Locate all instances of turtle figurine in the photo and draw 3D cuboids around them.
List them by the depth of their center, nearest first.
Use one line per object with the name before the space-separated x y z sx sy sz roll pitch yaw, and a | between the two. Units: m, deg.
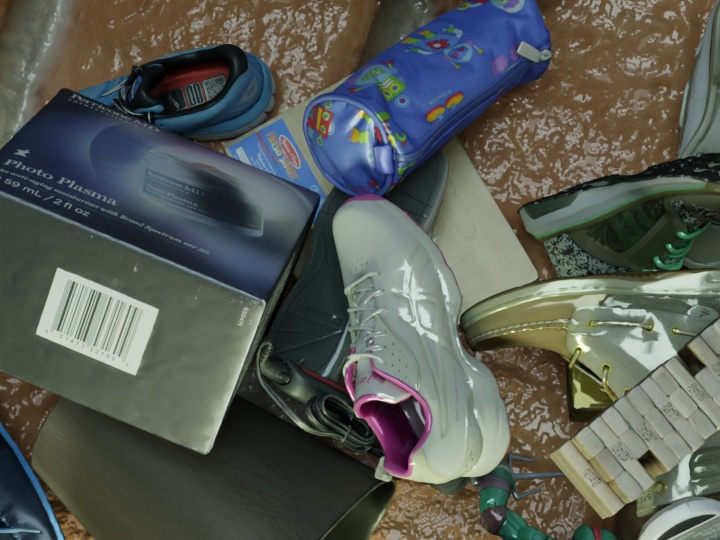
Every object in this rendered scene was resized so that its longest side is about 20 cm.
turtle figurine | 0.099 0.197 1.312 0.199 0.101 0.150 -20 92 8

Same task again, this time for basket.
basket | -0.109 0.149 1.330 0.200 0.136 0.180 35 62 15

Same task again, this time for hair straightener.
hair straightener | 0.006 0.098 1.304 0.041 0.200 0.077 -48 37 8

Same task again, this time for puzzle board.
puzzle board | 0.014 -0.041 1.428 0.150 0.017 0.200 -29 76 -3

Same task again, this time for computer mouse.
computer mouse | 0.226 0.205 1.286 0.109 0.200 0.044 -25 37 2

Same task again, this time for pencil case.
pencil case | 0.053 -0.126 1.374 0.087 0.078 0.200 19 43 39

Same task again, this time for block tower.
block tower | 0.213 0.070 1.239 0.200 0.054 0.058 -39 84 -10

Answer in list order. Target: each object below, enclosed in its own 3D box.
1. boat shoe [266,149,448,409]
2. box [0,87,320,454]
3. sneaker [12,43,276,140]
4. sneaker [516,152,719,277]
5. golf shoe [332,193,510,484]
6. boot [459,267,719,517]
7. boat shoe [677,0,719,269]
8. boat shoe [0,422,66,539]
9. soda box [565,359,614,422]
boat shoe | 0.001 0.001 1.384 0.074 0.065 0.202 20 74 20
box | -0.150 -0.008 1.308 0.199 0.198 0.124 22 113 0
sneaker | -0.162 -0.117 1.417 0.199 0.090 0.079 -23 76 0
sneaker | 0.202 -0.025 1.355 0.077 0.200 0.089 -22 98 -44
golf shoe | 0.023 0.044 1.283 0.091 0.075 0.201 -14 73 -42
boot | 0.168 0.082 1.297 0.199 0.072 0.155 -5 79 2
boat shoe | 0.259 -0.099 1.401 0.074 0.068 0.201 13 98 1
boat shoe | -0.261 0.151 1.369 0.069 0.084 0.200 -29 61 -20
soda box | 0.240 0.065 1.363 0.199 0.064 0.068 -2 77 4
